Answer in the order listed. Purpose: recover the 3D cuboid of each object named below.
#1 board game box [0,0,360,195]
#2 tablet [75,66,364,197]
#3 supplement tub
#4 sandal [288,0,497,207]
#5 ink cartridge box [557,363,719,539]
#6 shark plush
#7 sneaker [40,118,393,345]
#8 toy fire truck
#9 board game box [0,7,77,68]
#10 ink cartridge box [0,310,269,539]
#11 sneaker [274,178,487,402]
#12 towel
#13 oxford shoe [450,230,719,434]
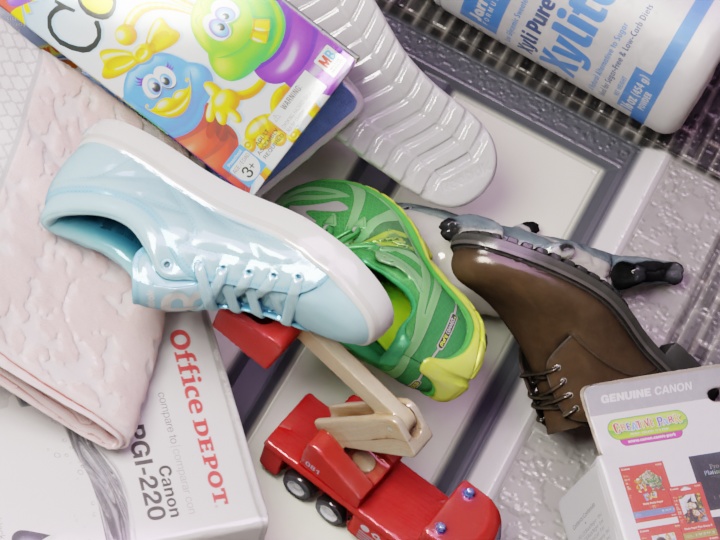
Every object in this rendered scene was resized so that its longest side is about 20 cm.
[{"bbox_3d":[-0.109,-0.143,1.425,0.200,0.105,0.103,38,94,-3],"label":"board game box"},{"bbox_3d":[-0.112,-0.085,1.489,0.200,0.014,0.130,-40,94,3],"label":"tablet"},{"bbox_3d":[0.150,-0.190,1.617,0.200,0.132,0.132,29,58,5],"label":"supplement tub"},{"bbox_3d":[-0.002,-0.115,1.522,0.082,0.050,0.203,-42,98,0],"label":"sandal"},{"bbox_3d":[0.229,0.148,1.461,0.200,0.084,0.176,-7,66,-17],"label":"ink cartridge box"},{"bbox_3d":[0.106,-0.016,1.546,0.200,0.091,0.083,-6,30,-10],"label":"shark plush"},{"bbox_3d":[-0.082,0.000,1.329,0.200,0.074,0.082,28,63,14],"label":"sneaker"},{"bbox_3d":[0.002,0.093,1.410,0.200,0.141,0.049,37,59,9],"label":"toy fire truck"},{"bbox_3d":[-0.177,-0.154,1.567,0.151,0.037,0.200,-1,62,-15],"label":"board game box"},{"bbox_3d":[-0.166,0.112,1.394,0.200,0.085,0.146,-8,63,-20],"label":"ink cartridge box"},{"bbox_3d":[0.000,0.000,1.465,0.084,0.074,0.200,20,17,-42],"label":"sneaker"},{"bbox_3d":[-0.175,-0.029,1.359,0.191,0.032,0.200,37,49,-30],"label":"towel"},{"bbox_3d":[0.124,0.051,1.475,0.200,0.073,0.084,39,70,-17],"label":"oxford shoe"}]
